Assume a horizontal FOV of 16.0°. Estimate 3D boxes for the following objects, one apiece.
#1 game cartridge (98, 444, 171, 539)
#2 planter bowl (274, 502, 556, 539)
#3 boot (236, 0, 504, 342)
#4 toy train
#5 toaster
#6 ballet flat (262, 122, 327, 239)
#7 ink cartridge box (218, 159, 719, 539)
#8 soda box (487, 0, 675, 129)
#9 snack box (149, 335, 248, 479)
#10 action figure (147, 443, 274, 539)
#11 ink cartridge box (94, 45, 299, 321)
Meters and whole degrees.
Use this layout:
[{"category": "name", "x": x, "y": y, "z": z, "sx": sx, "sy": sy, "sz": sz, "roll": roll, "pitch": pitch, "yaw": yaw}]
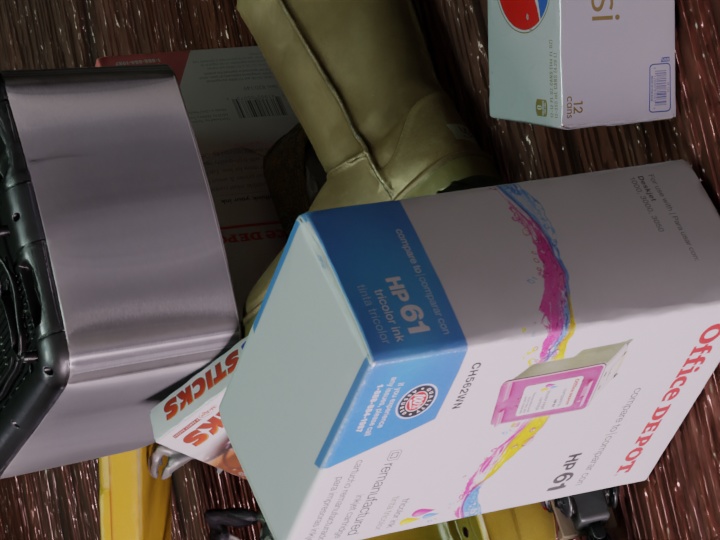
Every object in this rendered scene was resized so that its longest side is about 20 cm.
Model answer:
[{"category": "game cartridge", "x": -0.142, "y": 0.111, "z": 1.605, "sx": 0.176, "sy": 0.032, "sz": 0.202, "roll": -43, "pitch": -46, "yaw": -88}, {"category": "planter bowl", "x": 0.040, "y": 0.132, "z": 1.293, "sx": 0.200, "sy": 0.083, "sz": 0.202, "roll": 28, "pitch": 125, "yaw": 49}, {"category": "boot", "x": -0.022, "y": -0.075, "z": 1.362, "sx": 0.175, "sy": 0.066, "sz": 0.201, "roll": -36, "pitch": 57, "yaw": 16}, {"category": "toy train", "x": 0.101, "y": 0.097, "z": 1.236, "sx": 0.046, "sy": 0.034, "sz": 0.201, "roll": 109, "pitch": 146, "yaw": -62}, {"category": "toaster", "x": -0.158, "y": -0.006, "z": 1.379, "sx": 0.200, "sy": 0.118, "sz": 0.182, "roll": -48, "pitch": 55, "yaw": 59}, {"category": "ballet flat", "x": 0.000, "y": 0.000, "z": 1.391, "sx": 0.071, "sy": 0.070, "sz": 0.201, "roll": -59, "pitch": 44, "yaw": 51}, {"category": "ink cartridge box", "x": 0.056, "y": 0.037, "z": 1.126, "sx": 0.085, "sy": 0.199, "sz": 0.145, "roll": 62, "pitch": 147, "yaw": 30}, {"category": "soda box", "x": 0.098, "y": -0.167, "z": 1.147, "sx": 0.068, "sy": 0.063, "sz": 0.201, "roll": 15, "pitch": 108, "yaw": 62}, {"category": "snack box", "x": -0.015, "y": 0.040, "z": 1.314, "sx": 0.200, "sy": 0.072, "sz": 0.024, "roll": -37, "pitch": 47, "yaw": 27}, {"category": "action figure", "x": -0.074, "y": 0.150, "z": 1.529, "sx": 0.201, "sy": 0.101, "sz": 0.119, "roll": 111, "pitch": 154, "yaw": -46}, {"category": "ink cartridge box", "x": -0.078, "y": -0.033, "z": 1.477, "sx": 0.201, "sy": 0.116, "sz": 0.068, "roll": 67, "pitch": 149, "yaw": 32}]
